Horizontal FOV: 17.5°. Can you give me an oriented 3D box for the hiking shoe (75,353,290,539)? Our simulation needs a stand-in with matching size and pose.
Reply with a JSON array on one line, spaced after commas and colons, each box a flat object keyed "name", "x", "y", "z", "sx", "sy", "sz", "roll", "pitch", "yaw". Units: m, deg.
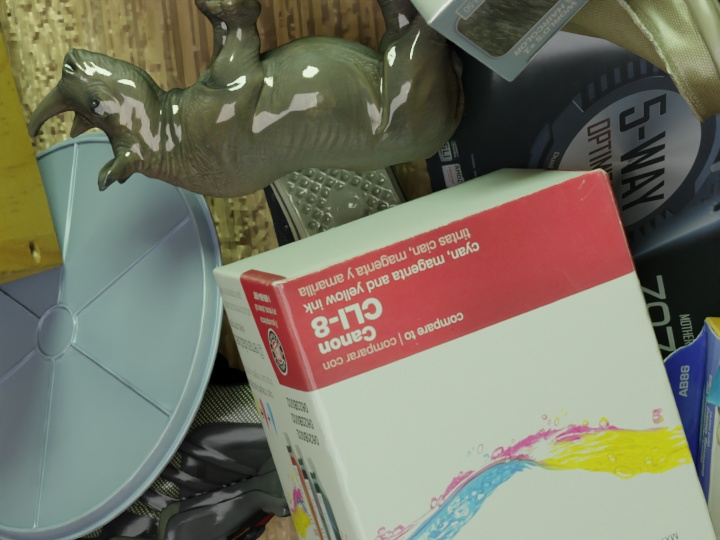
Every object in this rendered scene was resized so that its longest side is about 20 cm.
[{"name": "hiking shoe", "x": -0.083, "y": 0.089, "z": 1.134, "sx": 0.199, "sy": 0.076, "sz": 0.101, "roll": -28, "pitch": 79, "yaw": 15}]

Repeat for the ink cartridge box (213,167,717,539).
[{"name": "ink cartridge box", "x": 0.045, "y": 0.074, "z": 0.965, "sx": 0.144, "sy": 0.145, "sz": 0.201, "roll": -20, "pitch": 96, "yaw": -12}]

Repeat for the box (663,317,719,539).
[{"name": "box", "x": 0.221, "y": 0.083, "z": 1.009, "sx": 0.199, "sy": 0.041, "sz": 0.120, "roll": 1, "pitch": 104, "yaw": -6}]

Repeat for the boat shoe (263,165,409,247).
[{"name": "boat shoe", "x": 0.000, "y": 0.000, "z": 1.068, "sx": 0.074, "sy": 0.062, "sz": 0.201, "roll": -19, "pitch": 85, "yaw": -2}]

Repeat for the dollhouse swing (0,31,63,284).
[{"name": "dollhouse swing", "x": -0.257, "y": -0.074, "z": 1.083, "sx": 0.175, "sy": 0.182, "sz": 0.201, "roll": -15, "pitch": 90, "yaw": 14}]

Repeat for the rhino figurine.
[{"name": "rhino figurine", "x": -0.049, "y": -0.077, "z": 1.013, "sx": 0.199, "sy": 0.060, "sz": 0.088, "roll": -10, "pitch": 101, "yaw": 6}]

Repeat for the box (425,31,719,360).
[{"name": "box", "x": 0.118, "y": -0.022, "z": 1.048, "sx": 0.159, "sy": 0.044, "sz": 0.201, "roll": -7, "pitch": 104, "yaw": 21}]

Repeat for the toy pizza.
[{"name": "toy pizza", "x": -0.134, "y": 0.033, "z": 1.113, "sx": 0.200, "sy": 0.032, "sz": 0.201, "roll": -14, "pitch": 66, "yaw": 36}]

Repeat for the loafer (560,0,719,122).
[{"name": "loafer", "x": 0.094, "y": -0.123, "z": 0.971, "sx": 0.067, "sy": 0.076, "sz": 0.200, "roll": -41, "pitch": 53, "yaw": 8}]

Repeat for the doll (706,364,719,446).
[{"name": "doll", "x": 0.209, "y": 0.044, "z": 0.955, "sx": 0.136, "sy": 0.048, "sz": 0.200, "roll": -33, "pitch": 101, "yaw": -6}]

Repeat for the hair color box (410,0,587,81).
[{"name": "hair color box", "x": 0.034, "y": -0.181, "z": 0.950, "sx": 0.099, "sy": 0.061, "sz": 0.200, "roll": -45, "pitch": 50, "yaw": 14}]
